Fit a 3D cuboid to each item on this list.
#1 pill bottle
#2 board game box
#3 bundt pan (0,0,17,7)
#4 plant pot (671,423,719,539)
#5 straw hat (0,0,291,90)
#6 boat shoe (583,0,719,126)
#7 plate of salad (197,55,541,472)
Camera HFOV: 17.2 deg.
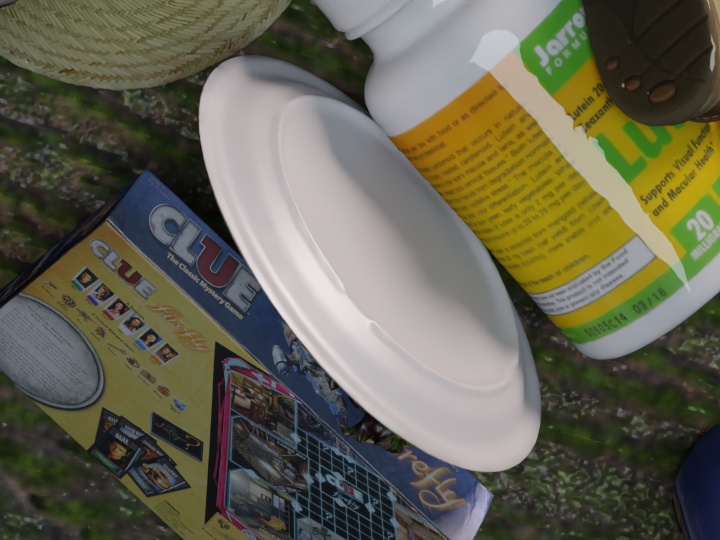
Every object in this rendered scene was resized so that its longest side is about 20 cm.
[{"bbox_3d":[0.072,-0.070,0.989,0.111,0.111,0.200,-42,101,4],"label":"pill bottle"},{"bbox_3d":[-0.057,0.061,1.000,0.200,0.135,0.035,44,50,-11],"label":"board game box"},{"bbox_3d":[-0.183,-0.166,0.925,0.076,0.202,0.203,6,103,-45],"label":"bundt pan"},{"bbox_3d":[0.237,0.151,1.007,0.179,0.200,0.201,-14,102,5],"label":"plant pot"},{"bbox_3d":[-0.104,-0.169,0.969,0.200,0.085,0.202,-1,100,-5],"label":"straw hat"},{"bbox_3d":[0.122,-0.155,0.947,0.067,0.072,0.201,-2,80,-46],"label":"boat shoe"},{"bbox_3d":[0.000,0.000,0.961,0.048,0.200,0.200,-36,102,24],"label":"plate of salad"}]
